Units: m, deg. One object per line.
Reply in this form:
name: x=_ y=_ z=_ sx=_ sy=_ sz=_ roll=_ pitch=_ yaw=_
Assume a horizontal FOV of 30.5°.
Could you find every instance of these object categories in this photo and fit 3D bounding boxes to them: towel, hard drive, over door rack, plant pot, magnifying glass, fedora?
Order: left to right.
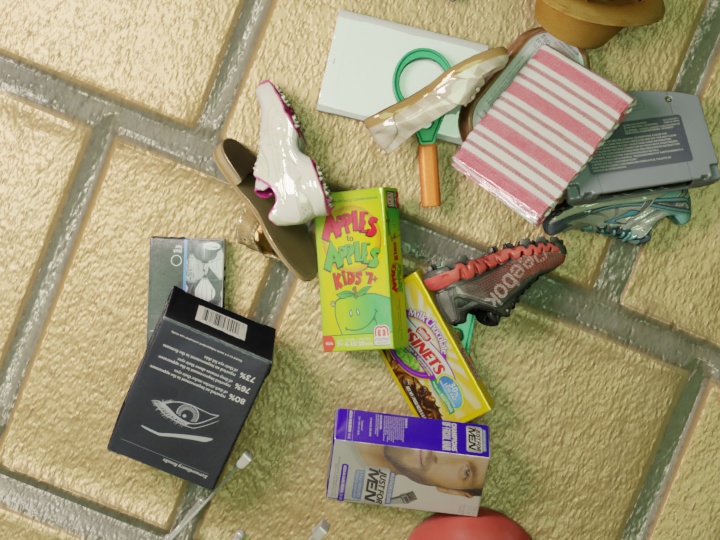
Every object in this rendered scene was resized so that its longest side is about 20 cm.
over door rack: x=-0.147 y=0.336 z=1.695 sx=0.148 sy=0.067 sz=0.200 roll=42 pitch=112 yaw=-2
hard drive: x=0.054 y=-0.248 z=1.702 sx=0.198 sy=0.026 sz=0.133 roll=13 pitch=92 yaw=-1
magnifying glass: x=0.084 y=-0.182 z=1.684 sx=0.079 sy=0.022 sz=0.202 roll=-4 pitch=91 yaw=-1
magnifying glass: x=0.126 y=0.092 z=1.714 sx=0.079 sy=0.022 sz=0.202 roll=-14 pitch=93 yaw=0
plant pot: x=0.147 y=0.410 z=1.658 sx=0.198 sy=0.177 sz=0.202 roll=0 pitch=92 yaw=-2
towel: x=0.225 y=-0.170 z=1.630 sx=0.146 sy=0.030 sz=0.200 roll=38 pitch=86 yaw=23
fedora: x=0.282 y=-0.336 z=1.657 sx=0.199 sy=0.201 sz=0.082 roll=20 pitch=132 yaw=-2

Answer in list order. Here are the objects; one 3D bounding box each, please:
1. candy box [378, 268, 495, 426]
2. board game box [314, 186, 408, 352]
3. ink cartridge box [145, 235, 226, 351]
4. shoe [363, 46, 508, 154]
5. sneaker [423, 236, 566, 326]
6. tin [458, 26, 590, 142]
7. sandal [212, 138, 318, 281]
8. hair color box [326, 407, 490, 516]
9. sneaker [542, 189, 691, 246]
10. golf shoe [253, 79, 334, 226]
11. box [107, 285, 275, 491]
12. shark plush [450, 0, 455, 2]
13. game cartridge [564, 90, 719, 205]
candy box: x=0.082 y=0.109 z=1.695 sx=0.102 sy=0.026 sz=0.201 roll=-30 pitch=89 yaw=22
board game box: x=0.000 y=0.000 z=1.675 sx=0.101 sy=0.048 sz=0.202 roll=-5 pitch=89 yaw=27
ink cartridge box: x=-0.225 y=0.057 z=1.704 sx=0.099 sy=0.039 sz=0.202 roll=1 pitch=93 yaw=-2
shoe: x=0.101 y=-0.212 z=1.640 sx=0.199 sy=0.070 sz=0.054 roll=-29 pitch=92 yaw=8
sneaker: x=0.179 y=0.016 z=1.676 sx=0.199 sy=0.071 sz=0.099 roll=-16 pitch=88 yaw=-21
tin: x=0.210 y=-0.223 z=1.687 sx=0.112 sy=0.042 sz=0.200 roll=40 pitch=86 yaw=-9
sandal: x=-0.135 y=-0.064 z=1.698 sx=0.069 sy=0.077 sz=0.213 roll=-35 pitch=85 yaw=32
hair color box: x=0.060 y=0.245 z=1.684 sx=0.198 sy=0.065 sz=0.110 roll=6 pitch=126 yaw=-2
sneaker: x=0.334 y=-0.068 z=1.691 sx=0.198 sy=0.078 sz=0.087 roll=-17 pitch=96 yaw=0
golf shoe: x=-0.105 y=-0.147 z=1.660 sx=0.091 sy=0.075 sz=0.201 roll=-25 pitch=68 yaw=5
box: x=-0.209 y=0.148 z=1.644 sx=0.147 sy=0.104 sz=0.201 roll=24 pitch=109 yaw=-9
shark plush: x=0.131 y=-0.450 z=1.695 sx=0.083 sy=0.091 sz=0.201 roll=31 pitch=70 yaw=-21
game cartridge: x=0.340 y=-0.159 z=1.657 sx=0.198 sy=0.042 sz=0.134 roll=-8 pitch=66 yaw=-7
